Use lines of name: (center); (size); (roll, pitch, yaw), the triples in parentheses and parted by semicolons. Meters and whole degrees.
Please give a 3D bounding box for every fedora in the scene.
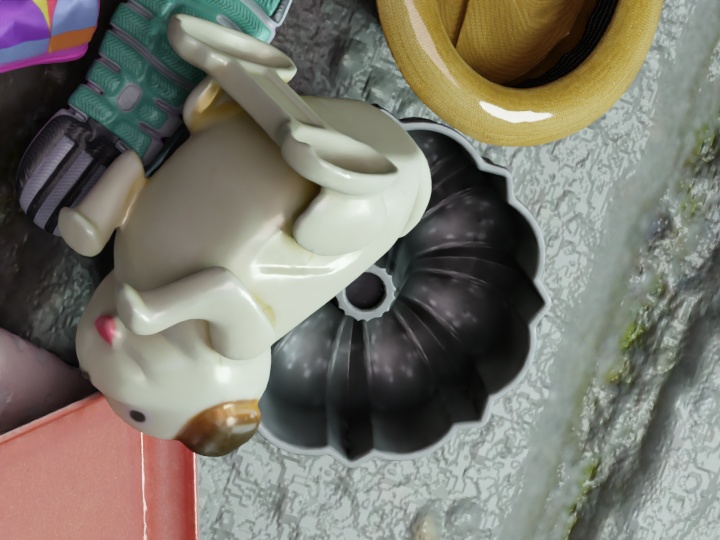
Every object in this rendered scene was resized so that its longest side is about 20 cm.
fedora: (0.075, -0.165, 1.607); (0.200, 0.082, 0.202); (2, 86, -30)

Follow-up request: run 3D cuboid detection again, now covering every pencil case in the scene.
pencil case: (-0.230, -0.126, 1.486); (0.199, 0.088, 0.089); (-17, 106, -20)

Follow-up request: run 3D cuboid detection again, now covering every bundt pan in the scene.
bundt pan: (0.000, 0.000, 1.591); (0.201, 0.076, 0.203); (-1, 109, -3)

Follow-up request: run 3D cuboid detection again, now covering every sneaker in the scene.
sneaker: (-0.109, -0.103, 1.545); (0.074, 0.088, 0.200); (42, 86, 1)

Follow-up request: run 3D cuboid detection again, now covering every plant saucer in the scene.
plant saucer: (-0.154, 0.160, 1.546); (0.199, 0.037, 0.201); (-24, 118, -56)

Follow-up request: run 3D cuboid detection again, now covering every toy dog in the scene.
toy dog: (-0.070, -0.007, 1.485); (0.200, 0.139, 0.194); (-55, 154, 16)

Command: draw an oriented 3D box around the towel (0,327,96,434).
towel: (-0.229, 0.110, 1.499); (0.200, 0.032, 0.192); (32, 68, -48)
